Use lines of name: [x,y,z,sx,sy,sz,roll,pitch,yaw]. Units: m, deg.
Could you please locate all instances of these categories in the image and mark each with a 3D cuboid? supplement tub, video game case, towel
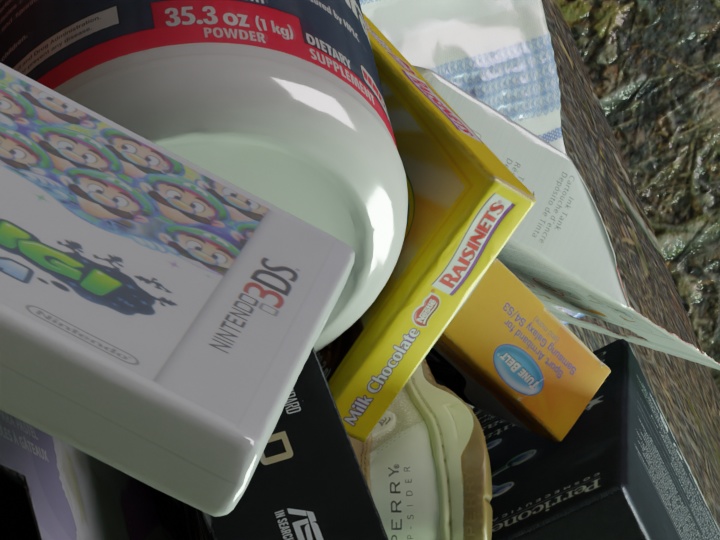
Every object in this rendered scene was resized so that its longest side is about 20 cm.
supplement tub: [-0.067,-0.072,0.824,0.141,0.140,0.201,53,17,-45]
video game case: [-0.102,-0.022,0.587,0.199,0.024,0.182,27,15,0]
towel: [0.044,-0.055,1.126,0.146,0.024,0.202,-20,104,-39]

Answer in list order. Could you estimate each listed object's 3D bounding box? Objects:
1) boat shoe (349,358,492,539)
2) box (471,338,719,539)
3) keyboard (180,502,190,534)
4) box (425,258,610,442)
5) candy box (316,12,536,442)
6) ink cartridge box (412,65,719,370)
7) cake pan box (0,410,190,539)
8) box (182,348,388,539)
boat shoe: [-0.006,0.065,0.897,0.200,0.066,0.075,-166,-106,-78]
box: [0.062,0.128,0.973,0.108,0.148,0.200,62,11,-10]
keyboard: [-0.054,0.051,0.932,0.200,0.039,0.105,-54,141,-78]
box: [0.000,0.000,0.987,0.119,0.042,0.200,43,-13,-30]
candy box: [-0.014,-0.034,0.878,0.026,0.102,0.200,29,13,-35]
ink cartridge box: [0.054,-0.028,1.019,0.199,0.050,0.161,27,-4,-30]
cake pan box: [-0.087,0.100,0.614,0.200,0.052,0.185,45,22,-61]
box: [-0.018,0.107,0.714,0.161,0.043,0.201,-113,-169,-49]
